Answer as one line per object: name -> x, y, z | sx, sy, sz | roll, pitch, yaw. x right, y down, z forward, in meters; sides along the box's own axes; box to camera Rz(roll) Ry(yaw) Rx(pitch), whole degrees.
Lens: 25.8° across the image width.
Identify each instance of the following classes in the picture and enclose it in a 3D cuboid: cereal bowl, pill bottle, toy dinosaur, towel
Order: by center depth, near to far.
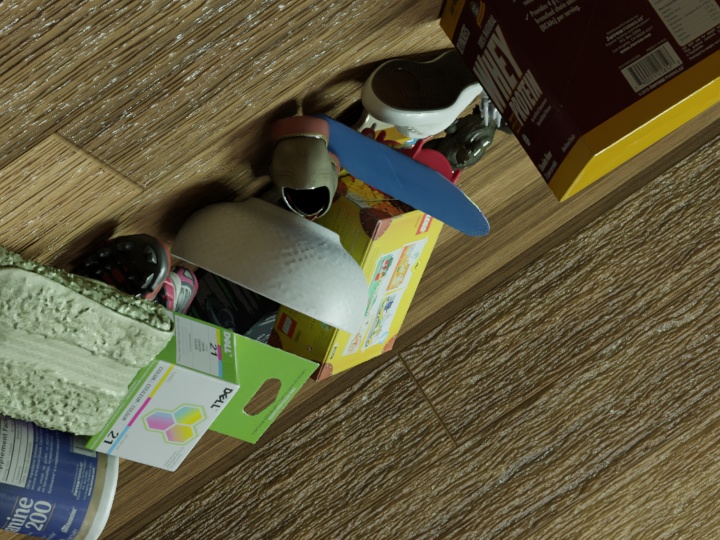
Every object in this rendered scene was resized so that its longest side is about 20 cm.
towel -> -0.264, 0.065, 1.309 | 0.199, 0.037, 0.149 | 24, 112, -41
cereal bowl -> -0.078, -0.014, 1.504 | 0.200, 0.198, 0.084 | 27, 86, -79
pill bottle -> -0.351, 0.202, 1.569 | 0.198, 0.112, 0.111 | 17, 146, -22
toy dinosaur -> 0.106, -0.136, 1.779 | 0.200, 0.077, 0.102 | -42, 161, 28

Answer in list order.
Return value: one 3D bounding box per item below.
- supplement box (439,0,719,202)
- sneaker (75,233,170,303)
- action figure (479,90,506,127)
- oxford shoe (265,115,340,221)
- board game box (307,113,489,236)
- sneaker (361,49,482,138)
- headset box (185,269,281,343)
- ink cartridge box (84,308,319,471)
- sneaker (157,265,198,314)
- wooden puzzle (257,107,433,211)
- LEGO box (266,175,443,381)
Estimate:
supplement box -> 0.209, -0.208, 1.372 | 0.196, 0.201, 0.133 | -31, 171, -12
sneaker -> -0.221, 0.018, 1.452 | 0.097, 0.071, 0.200 | -24, 168, -45
action figure -> 0.183, -0.219, 1.616 | 0.200, 0.069, 0.131 | -37, 157, -41
oxford shoe -> -0.055, -0.079, 1.462 | 0.069, 0.076, 0.200 | -5, 166, 4
board game box -> 0.042, -0.103, 1.452 | 0.039, 0.199, 0.158 | -59, 159, -10
sneaker -> 0.052, -0.152, 1.490 | 0.085, 0.073, 0.199 | -51, 164, 29
headset box -> -0.095, 0.009, 1.767 | 0.173, 0.093, 0.200 | -22, 165, -50
ink cartridge box -> -0.156, 0.132, 1.572 | 0.198, 0.076, 0.148 | 20, 128, -26
sneaker -> -0.239, 0.070, 1.625 | 0.200, 0.081, 0.074 | -40, 171, 31
wooden puzzle -> -0.004, -0.114, 1.630 | 0.200, 0.037, 0.184 | -40, 169, 32
LEGO box -> 0.000, 0.000, 1.654 | 0.148, 0.077, 0.202 | -19, 136, -54
